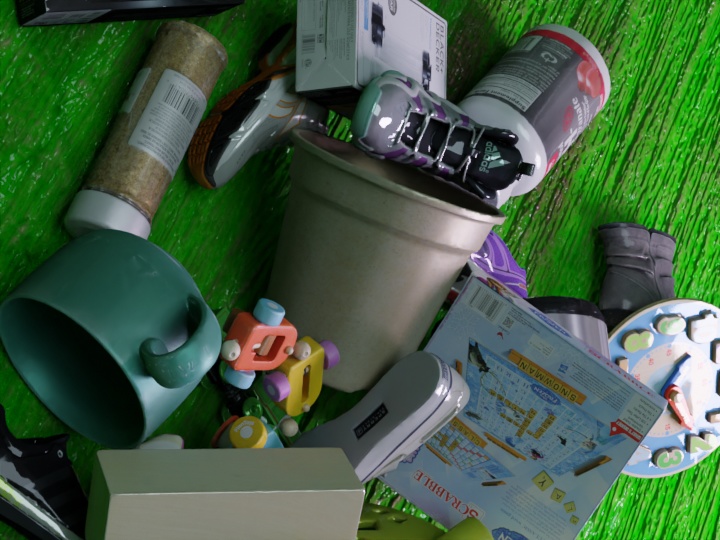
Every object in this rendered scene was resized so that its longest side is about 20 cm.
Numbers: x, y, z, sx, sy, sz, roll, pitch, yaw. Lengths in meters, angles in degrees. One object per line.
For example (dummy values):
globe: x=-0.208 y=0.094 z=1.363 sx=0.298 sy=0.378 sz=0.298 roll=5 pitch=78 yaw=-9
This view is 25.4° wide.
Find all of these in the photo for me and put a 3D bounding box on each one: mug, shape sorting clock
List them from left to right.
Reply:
mug: x=-0.176 y=0.052 z=1.238 sx=0.114 sy=0.184 sz=0.153 roll=-46 pitch=156 yaw=-35
shape sorting clock: x=0.321 y=0.125 z=1.663 sx=0.198 sy=0.039 sz=0.203 roll=-8 pitch=111 yaw=-21

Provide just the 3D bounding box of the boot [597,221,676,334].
boot: x=0.332 y=0.027 z=1.723 sx=0.199 sy=0.069 sz=0.133 roll=25 pitch=65 yaw=-39

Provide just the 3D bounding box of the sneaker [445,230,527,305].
sneaker: x=0.091 y=-0.019 z=1.541 sx=0.200 sy=0.080 sz=0.084 roll=40 pitch=45 yaw=-36

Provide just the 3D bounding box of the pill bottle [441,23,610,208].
pill bottle: x=0.153 y=-0.145 z=1.569 sx=0.200 sy=0.110 sz=0.111 roll=-48 pitch=113 yaw=-32

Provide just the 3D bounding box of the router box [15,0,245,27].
router box: x=-0.202 y=-0.292 z=1.337 sx=0.198 sy=0.052 sz=0.159 roll=-10 pitch=90 yaw=-39

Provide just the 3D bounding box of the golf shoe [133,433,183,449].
golf shoe: x=-0.132 y=0.224 z=1.320 sx=0.092 sy=0.075 sz=0.201 roll=-48 pitch=114 yaw=-36

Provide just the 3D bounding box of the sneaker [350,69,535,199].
sneaker: x=0.086 y=-0.109 z=1.379 sx=0.199 sy=0.139 sz=0.079 roll=3 pitch=110 yaw=-62

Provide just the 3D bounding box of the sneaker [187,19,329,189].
sneaker: x=-0.071 y=-0.133 z=1.414 sx=0.092 sy=0.075 sz=0.201 roll=52 pitch=58 yaw=-27

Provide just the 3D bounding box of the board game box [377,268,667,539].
board game box: x=0.127 y=0.138 z=1.369 sx=0.199 sy=0.201 sz=0.041 roll=36 pitch=14 yaw=10

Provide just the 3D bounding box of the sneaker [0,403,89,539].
sneaker: x=-0.236 y=0.169 z=1.237 sx=0.200 sy=0.071 sz=0.083 roll=40 pitch=68 yaw=-28

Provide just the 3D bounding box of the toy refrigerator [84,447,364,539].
toy refrigerator: x=-0.104 y=0.182 z=1.215 sx=0.198 sy=0.070 sz=0.077 roll=1 pitch=115 yaw=-22

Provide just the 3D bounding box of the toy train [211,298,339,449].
toy train: x=-0.095 y=0.103 z=1.274 sx=0.149 sy=0.055 sz=0.202 roll=-4 pitch=124 yaw=-53

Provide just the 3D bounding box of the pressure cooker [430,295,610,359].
pressure cooker: x=0.156 y=0.137 z=1.479 sx=0.176 sy=0.176 sz=0.203 roll=30 pitch=52 yaw=-66

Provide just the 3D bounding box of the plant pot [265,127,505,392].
plant pot: x=0.000 y=0.000 z=1.377 sx=0.199 sy=0.200 sz=0.185 roll=15 pitch=102 yaw=-36

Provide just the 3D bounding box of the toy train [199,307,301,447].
toy train: x=-0.090 y=0.121 z=1.388 sx=0.056 sy=0.041 sz=0.201 roll=-48 pitch=114 yaw=-44

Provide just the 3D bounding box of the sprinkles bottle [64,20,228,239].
sprinkles bottle: x=-0.176 y=-0.109 z=1.327 sx=0.068 sy=0.068 sz=0.202 roll=36 pitch=63 yaw=-30

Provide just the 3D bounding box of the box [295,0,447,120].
box: x=0.014 y=-0.196 z=1.445 sx=0.200 sy=0.059 sz=0.118 roll=19 pitch=70 yaw=-63

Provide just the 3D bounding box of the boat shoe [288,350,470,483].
boat shoe: x=0.010 y=0.148 z=1.344 sx=0.070 sy=0.200 sz=0.071 roll=33 pitch=20 yaw=-44

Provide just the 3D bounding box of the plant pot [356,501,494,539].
plant pot: x=0.016 y=0.311 z=1.315 sx=0.198 sy=0.179 sz=0.203 roll=-22 pitch=106 yaw=-60
